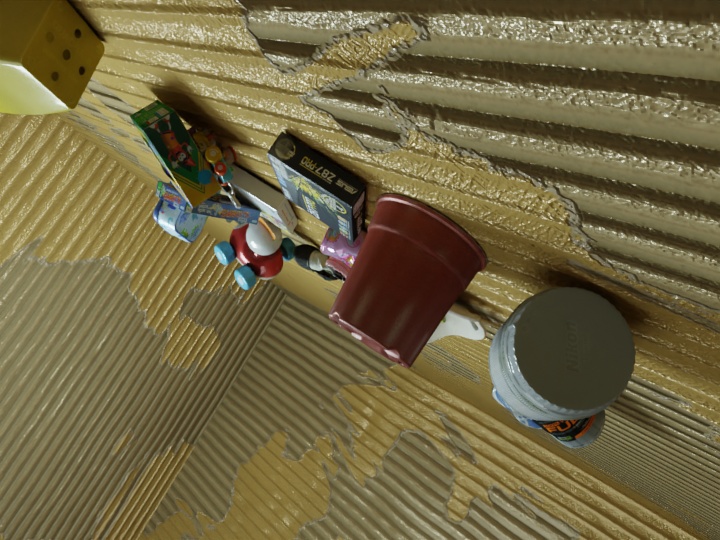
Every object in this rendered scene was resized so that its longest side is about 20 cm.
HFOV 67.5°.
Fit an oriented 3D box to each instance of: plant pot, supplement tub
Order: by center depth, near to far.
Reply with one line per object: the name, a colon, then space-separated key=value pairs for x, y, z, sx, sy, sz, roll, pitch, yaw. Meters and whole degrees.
plant pot: x=0.059 y=0.025 z=0.821 sx=0.198 sy=0.198 sz=0.201 roll=31 pitch=169 yaw=7
plant pot: x=-0.567 y=-0.385 z=0.914 sx=0.173 sy=0.204 sz=0.200 roll=19 pitch=167 yaw=12
supplement tub: x=0.394 y=0.263 z=1.095 sx=0.199 sy=0.124 sz=0.122 roll=37 pitch=169 yaw=-23

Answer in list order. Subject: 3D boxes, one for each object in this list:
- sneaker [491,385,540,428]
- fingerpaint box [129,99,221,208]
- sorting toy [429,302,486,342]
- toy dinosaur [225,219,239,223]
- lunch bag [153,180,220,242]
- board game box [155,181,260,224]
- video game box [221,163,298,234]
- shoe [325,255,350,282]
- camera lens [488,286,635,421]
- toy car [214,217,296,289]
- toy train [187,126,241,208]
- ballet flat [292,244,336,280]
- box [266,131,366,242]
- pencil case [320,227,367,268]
sneaker: x=0.494 y=0.422 z=1.649 sx=0.197 sy=0.077 sz=0.077 roll=32 pitch=174 yaw=2
fingerpaint box: x=-0.368 y=-0.233 z=1.063 sx=0.199 sy=0.073 sz=0.169 roll=37 pitch=158 yaw=54
sorting toy: x=0.165 y=0.088 z=1.095 sx=0.177 sy=0.109 sz=0.200 roll=19 pitch=164 yaw=27
toy dinosaur: x=-0.355 y=-0.166 z=1.624 sx=0.199 sy=0.077 sz=0.103 roll=30 pitch=159 yaw=47
lunch bag: x=-0.425 y=-0.183 z=1.341 sx=0.081 sy=0.204 sz=0.161 roll=23 pitch=171 yaw=5
board game box: x=-0.344 y=-0.153 z=1.227 sx=0.134 sy=0.035 sz=0.198 roll=27 pitch=-167 yaw=38
video game box: x=-0.248 y=-0.175 z=1.267 sx=0.197 sy=0.047 sz=0.183 roll=32 pitch=168 yaw=8
shoe: x=0.000 y=0.000 z=1.181 sx=0.071 sy=0.092 sz=0.200 roll=22 pitch=165 yaw=43
camera lens: x=0.261 y=0.118 z=0.727 sx=0.158 sy=0.162 sz=0.200 roll=30 pitch=169 yaw=13
toy car: x=-0.268 y=-0.089 z=1.422 sx=0.177 sy=0.183 sz=0.201 roll=46 pitch=148 yaw=14
toy train: x=-0.282 y=-0.216 z=1.083 sx=0.200 sy=0.055 sz=0.152 roll=43 pitch=162 yaw=42
ballet flat: x=-0.111 y=-0.022 z=1.526 sx=0.067 sy=0.070 sz=0.199 roll=13 pitch=169 yaw=34
box: x=-0.066 y=-0.132 z=0.901 sx=0.160 sy=0.050 sz=0.200 roll=35 pitch=170 yaw=6
pencil case: x=0.019 y=-0.028 z=1.035 sx=0.197 sy=0.088 sz=0.088 roll=30 pitch=170 yaw=23
